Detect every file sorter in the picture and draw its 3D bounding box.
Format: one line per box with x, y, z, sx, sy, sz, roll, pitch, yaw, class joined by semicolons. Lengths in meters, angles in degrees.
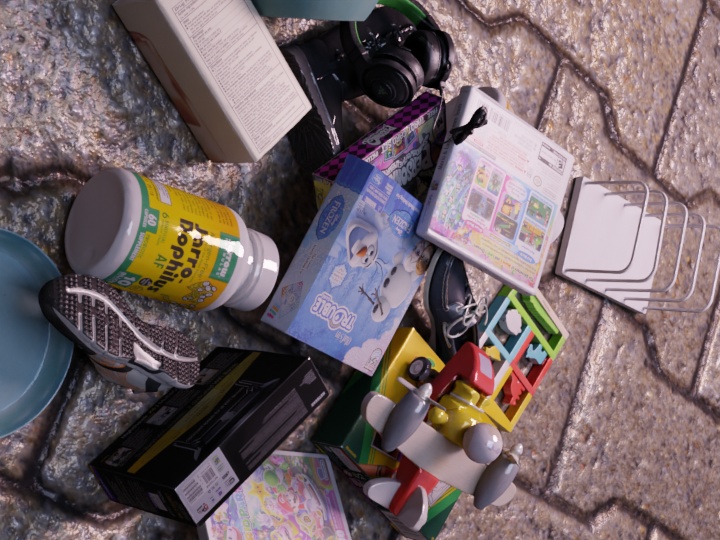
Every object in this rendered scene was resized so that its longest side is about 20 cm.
0.388;-0.032;1.858;0.200;0.124;0.139;23;77;-40;file sorter

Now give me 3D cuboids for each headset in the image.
0.063;-0.229;1.492;0.123;0.094;0.200;-31;87;-37;headset

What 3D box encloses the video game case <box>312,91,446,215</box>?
0.029;-0.081;1.551;0.200;0.036;0.182;-38;139;-34;video game case

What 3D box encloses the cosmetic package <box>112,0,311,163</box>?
-0.150;-0.218;1.390;0.103;0.087;0.200;-46;121;-29;cosmetic package

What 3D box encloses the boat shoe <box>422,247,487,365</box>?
0.115;0.056;1.614;0.075;0.062;0.201;-39;139;-40;boat shoe

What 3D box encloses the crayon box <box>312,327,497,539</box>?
0.057;0.195;1.614;0.200;0.058;0.173;50;61;-32;crayon box

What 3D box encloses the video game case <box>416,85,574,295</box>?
0.160;-0.090;1.571;0.200;0.024;0.183;28;75;-39;video game case

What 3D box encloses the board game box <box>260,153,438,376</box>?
0.000;0.000;1.491;0.200;0.043;0.200;-62;148;-2;board game box

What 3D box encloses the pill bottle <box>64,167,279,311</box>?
-0.183;-0.022;1.352;0.200;0.112;0.113;20;79;-41;pill bottle

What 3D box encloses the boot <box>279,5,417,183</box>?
0.001;-0.205;1.549;0.200;0.065;0.166;-31;114;-41;boot

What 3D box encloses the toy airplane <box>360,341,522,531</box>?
0.095;0.199;1.515;0.199;0.141;0.200;-20;104;-40;toy airplane

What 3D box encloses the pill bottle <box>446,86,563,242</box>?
0.172;-0.117;1.668;0.112;0.112;0.200;-53;123;-26;pill bottle

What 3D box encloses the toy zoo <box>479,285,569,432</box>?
0.190;0.116;1.755;0.131;0.020;0.200;51;60;-31;toy zoo

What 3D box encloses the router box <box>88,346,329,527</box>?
-0.152;0.160;1.360;0.200;0.157;0.052;-43;119;-31;router box

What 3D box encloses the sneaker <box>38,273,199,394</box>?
-0.244;0.072;1.306;0.200;0.080;0.074;42;38;-44;sneaker

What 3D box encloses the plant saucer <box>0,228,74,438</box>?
-0.359;0.058;1.256;0.200;0.027;0.201;-3;94;-43;plant saucer

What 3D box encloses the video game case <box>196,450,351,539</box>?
-0.096;0.258;1.457;0.199;0.018;0.144;12;50;-41;video game case

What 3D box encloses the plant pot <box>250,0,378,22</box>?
-0.053;-0.343;1.409;0.200;0.200;0.162;-7;106;-41;plant pot
